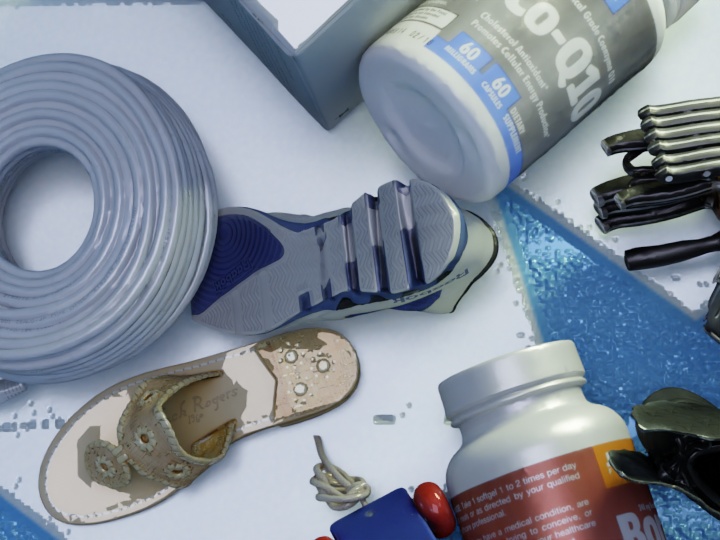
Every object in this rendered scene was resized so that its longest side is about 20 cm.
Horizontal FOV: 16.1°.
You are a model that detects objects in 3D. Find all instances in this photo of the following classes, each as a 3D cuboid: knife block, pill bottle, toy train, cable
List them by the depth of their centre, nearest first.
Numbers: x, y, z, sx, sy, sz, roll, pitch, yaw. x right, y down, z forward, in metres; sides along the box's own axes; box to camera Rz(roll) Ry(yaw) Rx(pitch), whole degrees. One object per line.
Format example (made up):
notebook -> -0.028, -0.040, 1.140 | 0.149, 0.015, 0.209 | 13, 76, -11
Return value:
pill bottle -> 0.115, 0.147, 1.468 | 0.112, 0.112, 0.200 | -19, 81, 2
toy train -> 0.026, 0.184, 1.484 | 0.085, 0.200, 0.116 | -27, 120, -4
pill bottle -> 0.106, -0.140, 1.493 | 0.200, 0.114, 0.114 | -41, 80, -22
knife block -> 0.244, -0.047, 1.510 | 0.200, 0.176, 0.064 | 21, 42, -30
cable -> -0.185, -0.032, 1.522 | 0.200, 0.069, 0.200 | -16, 73, 18

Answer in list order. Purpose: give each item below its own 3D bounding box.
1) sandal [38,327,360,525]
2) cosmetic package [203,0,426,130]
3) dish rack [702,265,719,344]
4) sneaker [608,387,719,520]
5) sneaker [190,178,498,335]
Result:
sandal -> -0.103, 0.085, 1.516 | 0.211, 0.070, 0.078 | -23, 80, 1
cosmetic package -> -0.052, -0.209, 1.492 | 0.123, 0.199, 0.200 | -42, 81, -2
dish rack -> 0.288, 0.019, 1.451 | 0.200, 0.055, 0.154 | 35, 84, -36
sneaker -> 0.224, 0.119, 1.439 | 0.200, 0.104, 0.060 | 24, 100, -14
sneaker -> 0.001, 0.000, 1.519 | 0.199, 0.115, 0.081 | -9, 77, 33
